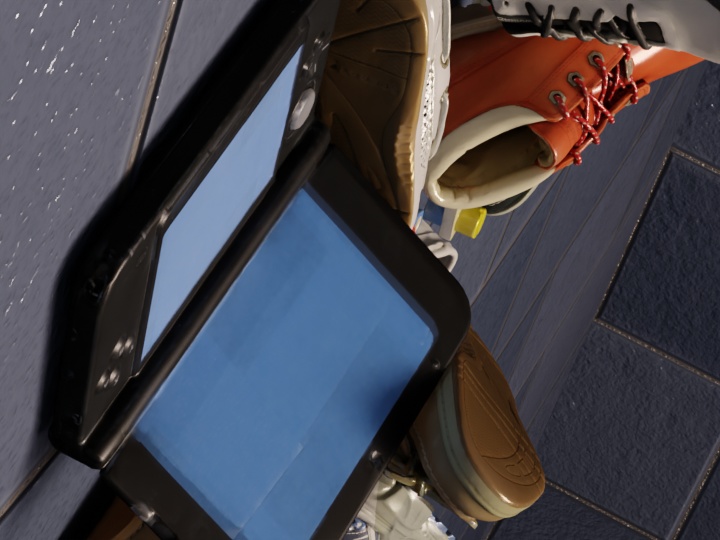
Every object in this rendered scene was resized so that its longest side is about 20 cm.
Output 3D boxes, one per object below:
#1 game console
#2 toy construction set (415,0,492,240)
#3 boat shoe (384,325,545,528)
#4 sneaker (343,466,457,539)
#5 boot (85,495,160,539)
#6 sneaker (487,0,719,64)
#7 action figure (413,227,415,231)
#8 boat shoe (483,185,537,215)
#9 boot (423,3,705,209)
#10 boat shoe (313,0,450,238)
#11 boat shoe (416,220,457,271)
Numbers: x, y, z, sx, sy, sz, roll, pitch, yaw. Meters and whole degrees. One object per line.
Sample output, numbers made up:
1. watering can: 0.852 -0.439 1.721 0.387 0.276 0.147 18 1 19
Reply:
1. game console: -0.026 0.009 1.038 0.200 0.116 0.176 -57 170 -37
2. toy construction set: 0.072 -0.113 1.377 0.200 0.092 0.131 -56 178 40
3. boat shoe: 0.038 0.074 1.190 0.063 0.073 0.200 -33 -169 7
4. sneaker: -0.009 0.130 1.263 0.085 0.077 0.200 -42 159 -3
5. boot: -0.086 0.126 1.200 0.200 0.074 0.155 -59 178 5
6. sneaker: 0.109 -0.127 1.190 0.080 0.200 0.074 -51 146 -16
7. action figure: 0.000 0.000 1.273 0.065 0.052 0.201 -26 131 -34
8. boat shoe: 0.095 -0.124 1.495 0.200 0.074 0.066 -66 169 14
9. boot: 0.110 -0.092 1.243 0.107 0.199 0.075 -103 168 -52
10. boat shoe: 0.009 -0.071 1.152 0.069 0.071 0.200 -56 168 -42
11. boat shoe: -0.004 0.026 1.386 0.200 0.066 0.072 -48 163 -59
